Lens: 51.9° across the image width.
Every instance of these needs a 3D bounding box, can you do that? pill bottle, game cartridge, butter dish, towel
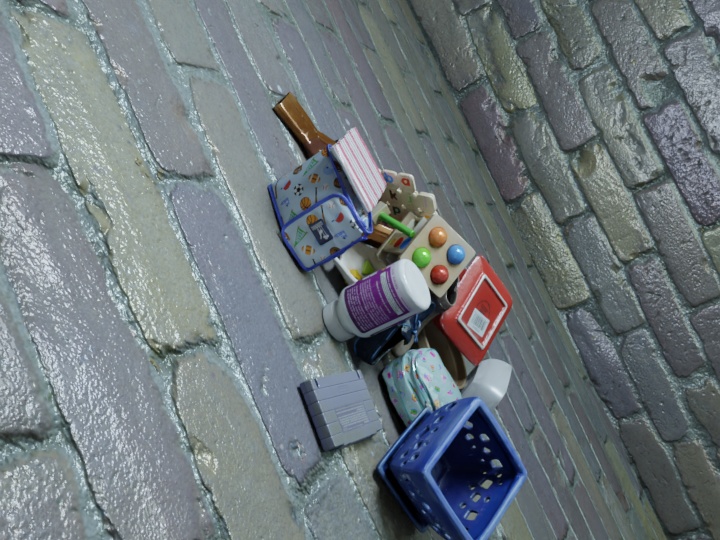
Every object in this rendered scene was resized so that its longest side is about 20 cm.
[{"bbox_3d":[0.028,0.065,1.461,0.112,0.200,0.112,47,27,-34],"label":"pill bottle"},{"bbox_3d":[-0.032,0.253,1.349,0.200,0.038,0.130,6,64,-64],"label":"game cartridge"},{"bbox_3d":[0.233,0.085,1.730,0.200,0.148,0.200,48,66,-38],"label":"butter dish"},{"bbox_3d":[-0.004,-0.202,1.482,0.147,0.030,0.200,60,20,-13],"label":"towel"}]

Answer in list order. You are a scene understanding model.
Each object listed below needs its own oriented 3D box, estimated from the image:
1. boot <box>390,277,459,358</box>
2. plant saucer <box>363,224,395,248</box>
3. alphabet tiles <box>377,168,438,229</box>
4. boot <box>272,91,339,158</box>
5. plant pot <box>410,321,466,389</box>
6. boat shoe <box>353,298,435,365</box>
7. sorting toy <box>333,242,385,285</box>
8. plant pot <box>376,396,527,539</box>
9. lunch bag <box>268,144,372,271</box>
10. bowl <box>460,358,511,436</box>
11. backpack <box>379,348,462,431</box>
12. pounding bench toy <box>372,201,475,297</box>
[{"bbox_3d":[0.142,0.087,1.610,0.070,0.146,0.201,35,52,-29],"label":"boot"},{"bbox_3d":[0.031,-0.079,1.698,0.200,0.200,0.038,27,84,-55],"label":"plant saucer"},{"bbox_3d":[0.081,-0.147,1.638,0.015,0.199,0.196,-54,145,-31],"label":"alphabet tiles"},{"bbox_3d":[-0.121,-0.343,1.796,0.200,0.068,0.188,50,32,-11],"label":"boot"},{"bbox_3d":[0.162,0.200,1.738,0.201,0.093,0.201,47,26,-33],"label":"plant pot"},{"bbox_3d":[0.082,0.131,1.528,0.069,0.200,0.084,45,-12,37],"label":"boat shoe"},{"bbox_3d":[0.000,0.000,1.617,0.180,0.107,0.200,48,26,-16],"label":"sorting toy"},{"bbox_3d":[0.159,0.372,1.380,0.200,0.180,0.200,-43,107,-33],"label":"plant pot"},{"bbox_3d":[-0.075,-0.120,1.479,0.124,0.170,0.201,18,48,-56],"label":"lunch bag"},{"bbox_3d":[0.270,0.302,1.759,0.075,0.200,0.200,37,23,5],"label":"bowl"},{"bbox_3d":[0.135,0.267,1.567,0.200,0.126,0.167,62,26,6],"label":"backpack"},{"bbox_3d":[0.111,-0.059,1.539,0.200,0.124,0.156,42,-9,-18],"label":"pounding bench toy"}]
